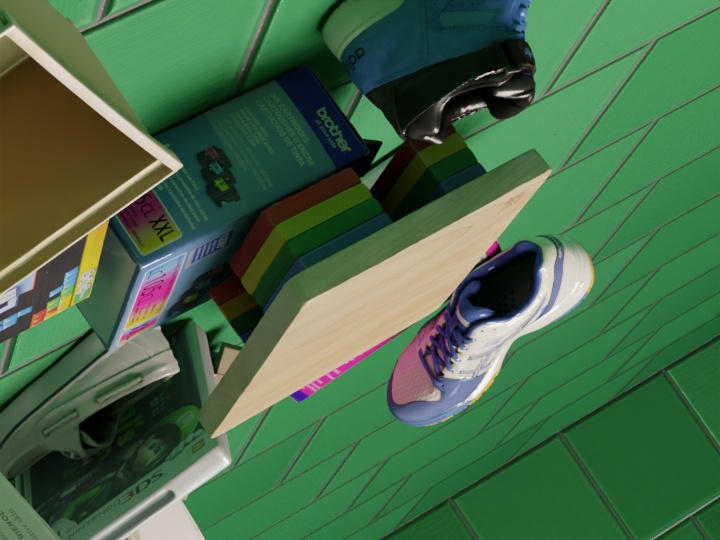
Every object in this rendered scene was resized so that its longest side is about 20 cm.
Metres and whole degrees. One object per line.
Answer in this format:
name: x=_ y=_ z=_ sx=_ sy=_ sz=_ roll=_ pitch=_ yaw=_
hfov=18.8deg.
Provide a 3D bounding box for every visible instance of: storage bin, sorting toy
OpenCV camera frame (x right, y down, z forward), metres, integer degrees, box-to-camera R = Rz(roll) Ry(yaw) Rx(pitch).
storage bin: x=-0.209 y=-0.048 z=0.921 sx=0.198 sy=0.094 sz=0.200 roll=-36 pitch=162 yaw=4
sorting toy: x=-0.008 y=-0.004 z=1.355 sx=0.200 sy=0.070 sz=0.199 roll=-29 pitch=166 yaw=-32

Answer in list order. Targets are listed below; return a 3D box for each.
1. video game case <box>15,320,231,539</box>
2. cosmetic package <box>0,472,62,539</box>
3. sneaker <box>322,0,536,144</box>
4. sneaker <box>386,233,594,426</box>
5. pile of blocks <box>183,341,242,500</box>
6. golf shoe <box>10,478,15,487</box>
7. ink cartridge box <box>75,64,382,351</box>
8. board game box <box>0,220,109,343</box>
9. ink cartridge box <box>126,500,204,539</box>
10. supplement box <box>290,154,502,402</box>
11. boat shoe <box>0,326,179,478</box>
video game case: x=-0.183 y=0.138 z=1.629 sx=0.182 sy=0.023 sz=0.200 roll=-36 pitch=-154 yaw=8
cosmetic package: x=-0.331 y=0.223 z=1.440 sx=0.200 sy=0.166 sz=0.167 roll=-20 pitch=147 yaw=-48
sneaker: x=0.088 y=-0.152 z=1.284 sx=0.200 sy=0.111 sz=0.077 roll=-33 pitch=167 yaw=-5
sneaker: x=0.082 y=0.039 z=1.651 sx=0.200 sy=0.075 sz=0.088 roll=-45 pitch=153 yaw=16
pile of blocks: x=-0.150 y=0.112 z=1.835 sx=0.062 sy=0.082 sz=0.200 roll=16 pitch=137 yaw=-13
golf shoe: x=-0.261 y=0.202 z=1.834 sx=0.200 sy=0.078 sz=0.097 roll=-28 pitch=155 yaw=-46
ink cartridge box: x=-0.082 y=-0.045 z=1.349 sx=0.200 sy=0.076 sz=0.136 roll=-30 pitch=167 yaw=-25
board game box: x=-0.220 y=-0.005 z=1.185 sx=0.165 sy=0.057 sz=0.200 roll=-30 pitch=167 yaw=-22
ink cartridge box: x=-0.258 y=0.266 z=1.967 sx=0.200 sy=0.084 sz=0.145 roll=-30 pitch=-176 yaw=-22
supplement box: x=0.000 y=0.000 z=1.658 sx=0.200 sy=0.101 sz=0.103 roll=-35 pitch=168 yaw=0
boat shoe: x=-0.208 y=0.107 z=1.612 sx=0.200 sy=0.066 sz=0.072 roll=-40 pitch=166 yaw=24
